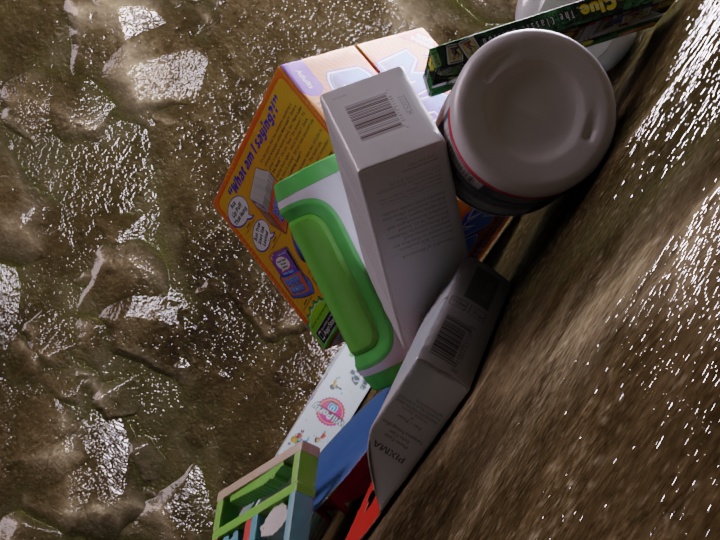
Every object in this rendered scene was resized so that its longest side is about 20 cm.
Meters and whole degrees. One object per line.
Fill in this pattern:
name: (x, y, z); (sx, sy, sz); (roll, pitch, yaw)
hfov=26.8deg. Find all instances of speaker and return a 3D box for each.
speaker: (0.000, 0.000, 1.322); (0.088, 0.201, 0.088); (-26, 1, 1)

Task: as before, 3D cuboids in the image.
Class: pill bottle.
pill bottle: (0.197, -0.235, 1.383); (0.111, 0.111, 0.200); (-58, 0, 16)
pill bottle: (0.117, -0.104, 1.152); (0.120, 0.119, 0.200); (-59, 1, -5)

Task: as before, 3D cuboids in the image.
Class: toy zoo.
toy zoo: (-0.087, 0.249, 1.218); (0.131, 0.020, 0.201); (-36, 37, 43)

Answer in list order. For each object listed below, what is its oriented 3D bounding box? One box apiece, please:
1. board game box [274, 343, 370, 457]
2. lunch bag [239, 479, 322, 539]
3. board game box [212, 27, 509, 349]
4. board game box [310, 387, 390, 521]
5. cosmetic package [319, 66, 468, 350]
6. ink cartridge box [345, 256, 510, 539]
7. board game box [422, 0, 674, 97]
board game box: (-0.046, 0.197, 2.077); (0.200, 0.064, 0.148); (-57, -1, -18)
lunch bag: (-0.096, 0.279, 1.529); (0.161, 0.077, 0.200); (-58, 0, -20)
board game box: (0.014, -0.084, 1.488); (0.199, 0.200, 0.200); (-22, -25, -40)
board game box: (-0.012, 0.181, 1.308); (0.158, 0.039, 0.200); (-46, 6, 28)
cosmetic package: (0.033, -0.046, 1.178); (0.200, 0.071, 0.102); (75, 173, -46)
ink cartridge box: (0.032, 0.103, 1.137); (0.200, 0.047, 0.160); (-56, 2, 31)
board game box: (0.148, -0.186, 1.202); (0.199, 0.024, 0.105); (-18, -2, -1)
